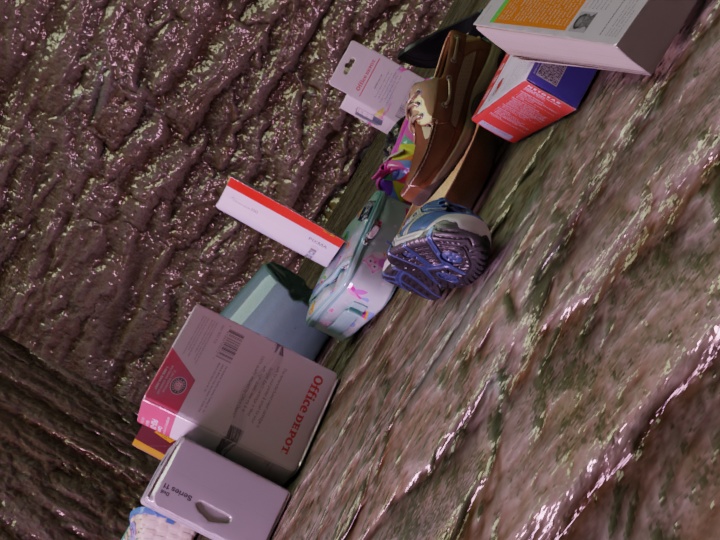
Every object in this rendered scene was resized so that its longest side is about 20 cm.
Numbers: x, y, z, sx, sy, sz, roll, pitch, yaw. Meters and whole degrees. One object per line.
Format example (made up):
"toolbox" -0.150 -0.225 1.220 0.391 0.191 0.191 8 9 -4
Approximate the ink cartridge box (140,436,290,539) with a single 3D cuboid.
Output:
"ink cartridge box" -0.177 0.271 1.189 0.083 0.146 0.200 -63 7 -18

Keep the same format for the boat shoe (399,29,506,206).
"boat shoe" 0.078 -0.156 0.990 0.200 0.074 0.076 -64 7 -27

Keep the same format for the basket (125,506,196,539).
"basket" -0.385 0.491 1.973 0.176 0.139 0.200 126 161 -57

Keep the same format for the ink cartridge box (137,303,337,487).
"ink cartridge box" -0.149 0.156 1.217 0.147 0.200 0.083 -65 3 -35

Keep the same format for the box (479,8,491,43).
"box" 0.161 -0.333 1.611 0.118 0.048 0.200 -62 4 -10

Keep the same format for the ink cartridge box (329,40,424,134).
"ink cartridge box" 0.041 -0.345 1.943 0.117 0.200 0.067 -63 6 -18

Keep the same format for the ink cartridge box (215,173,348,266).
"ink cartridge box" -0.099 -0.057 1.220 0.047 0.160 0.200 -60 7 0

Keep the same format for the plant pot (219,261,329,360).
"plant pot" -0.146 0.106 1.560 0.196 0.200 0.200 -53 7 9

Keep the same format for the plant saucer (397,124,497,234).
"plant saucer" 0.092 -0.079 1.046 0.201 0.035 0.200 -61 6 11

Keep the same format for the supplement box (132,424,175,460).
"supplement box" -0.278 0.265 1.830 0.200 0.197 0.133 -56 8 37

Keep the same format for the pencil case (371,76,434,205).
"pencil case" 0.086 -0.171 1.304 0.200 0.088 0.088 -64 6 -34

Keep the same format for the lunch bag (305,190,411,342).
"lunch bag" 0.000 0.000 1.263 0.161 0.077 0.200 -64 6 -28

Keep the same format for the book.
"book" 0.169 -0.207 0.685 0.134 0.048 0.200 -57 22 4

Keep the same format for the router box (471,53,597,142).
"router box" 0.182 -0.220 0.863 0.200 0.049 0.179 -62 6 -5

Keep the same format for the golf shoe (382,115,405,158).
"golf shoe" 0.111 -0.226 1.453 0.200 0.077 0.088 -47 5 32

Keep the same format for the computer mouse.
"computer mouse" 0.150 -0.317 1.329 0.200 0.046 0.140 -26 5 -4

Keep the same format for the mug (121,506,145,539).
"mug" -0.561 0.707 2.608 0.185 0.114 0.152 -58 6 22

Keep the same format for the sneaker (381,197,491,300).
"sneaker" 0.064 -0.029 0.844 0.200 0.076 0.077 151 143 -77
